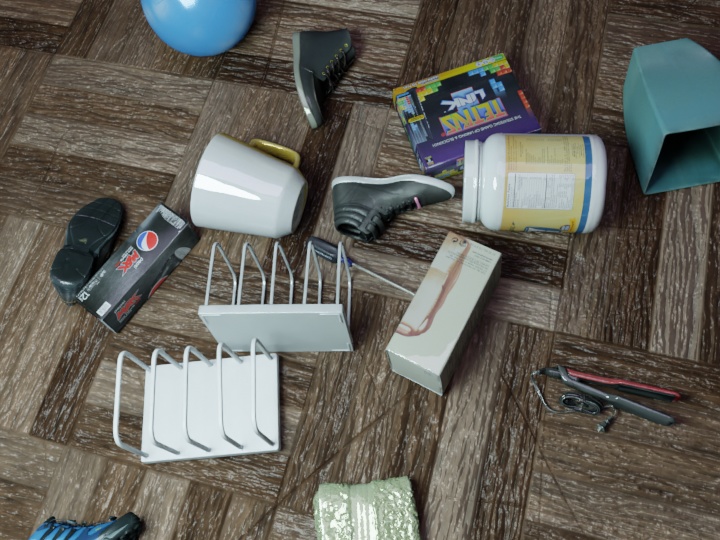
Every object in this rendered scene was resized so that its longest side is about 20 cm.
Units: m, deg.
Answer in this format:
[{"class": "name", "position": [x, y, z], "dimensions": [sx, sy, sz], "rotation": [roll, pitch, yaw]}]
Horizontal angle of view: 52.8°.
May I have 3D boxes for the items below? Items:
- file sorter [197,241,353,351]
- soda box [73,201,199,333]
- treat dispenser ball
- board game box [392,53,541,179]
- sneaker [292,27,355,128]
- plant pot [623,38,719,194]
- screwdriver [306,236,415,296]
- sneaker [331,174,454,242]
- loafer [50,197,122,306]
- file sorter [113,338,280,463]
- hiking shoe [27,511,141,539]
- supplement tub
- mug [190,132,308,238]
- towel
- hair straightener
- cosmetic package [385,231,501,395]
[{"class": "file sorter", "position": [-0.113, 0.036, 1.056], "dimensions": [0.198, 0.139, 0.126], "rotation": [0, 63, 6]}, {"class": "soda box", "position": [-0.345, -0.005, 1.133], "dimensions": [0.063, 0.071, 0.200], "rotation": [34, 73, 16]}, {"class": "treat dispenser ball", "position": [-0.281, -0.478, 1.263], "dimensions": [0.199, 0.201, 0.203], "rotation": [-2, 66, 5]}, {"class": "board game box", "position": [0.172, -0.251, 1.193], "dimensions": [0.198, 0.057, 0.166], "rotation": [-19, 65, -2]}, {"class": "sneaker", "position": [-0.057, -0.340, 1.245], "dimensions": [0.105, 0.075, 0.202], "rotation": [-10, 65, 5]}, {"class": "plant pot", "position": [0.485, -0.249, 1.117], "dimensions": [0.140, 0.142, 0.202], "rotation": [-10, 58, 1]}, {"class": "screwdriver", "position": [0.000, 0.000, 1.119], "dimensions": [0.199, 0.028, 0.029], "rotation": [31, 104, 17]}, {"class": "sneaker", "position": [0.047, -0.092, 1.134], "dimensions": [0.198, 0.071, 0.100], "rotation": [1, 68, 13]}, {"class": "loafer", "position": [-0.436, -0.034, 1.158], "dimensions": [0.072, 0.073, 0.201], "rotation": [19, 48, -3]}, {"class": "file sorter", "position": [-0.222, 0.178, 1.005], "dimensions": [0.198, 0.125, 0.140], "rotation": [-6, 66, 4]}, {"class": "hiking shoe", "position": [-0.395, 0.365, 0.976], "dimensions": [0.199, 0.075, 0.087], "rotation": [-26, 67, -5]}, {"class": "supplement tub", "position": [0.253, -0.131, 1.083], "dimensions": [0.198, 0.145, 0.146], "rotation": [2, 67, 8]}, {"class": "mug", "position": [-0.160, -0.138, 1.137], "dimensions": [0.152, 0.150, 0.188], "rotation": [17, 76, 5]}, {"class": "towel", "position": [0.013, 0.376, 0.947], "dimensions": [0.147, 0.037, 0.202], "rotation": [-6, 66, 3]}, {"class": "hair straightener", "position": [0.330, 0.180, 0.995], "dimensions": [0.198, 0.041, 0.078], "rotation": [15, 69, 12]}, {"class": "cosmetic package", "position": [0.121, 0.061, 1.038], "dimensions": [0.087, 0.104, 0.201], "rotation": [24, 69, 17]}]
